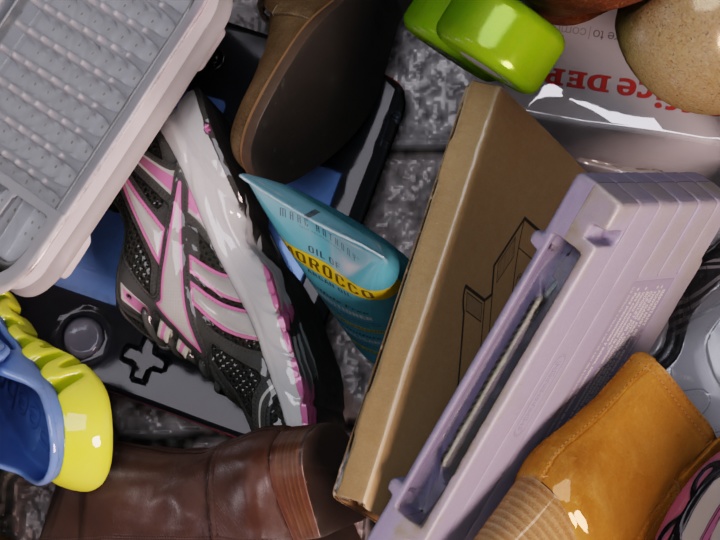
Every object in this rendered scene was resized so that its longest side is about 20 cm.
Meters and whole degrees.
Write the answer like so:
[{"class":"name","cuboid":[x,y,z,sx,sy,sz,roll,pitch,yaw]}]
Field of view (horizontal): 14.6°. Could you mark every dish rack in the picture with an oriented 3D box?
[{"class":"dish rack","cuboid":[-0.148,-0.084,1.399,0.201,0.043,0.171,-57,39,-1]}]

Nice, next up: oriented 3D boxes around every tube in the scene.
[{"class":"tube","cuboid":[0.000,0.000,1.321,0.077,0.200,0.051,25,81,18]}]

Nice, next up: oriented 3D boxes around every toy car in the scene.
[{"class":"toy car","cuboid":[0.150,-0.125,1.291,0.199,0.158,0.165,33,91,-12]}]

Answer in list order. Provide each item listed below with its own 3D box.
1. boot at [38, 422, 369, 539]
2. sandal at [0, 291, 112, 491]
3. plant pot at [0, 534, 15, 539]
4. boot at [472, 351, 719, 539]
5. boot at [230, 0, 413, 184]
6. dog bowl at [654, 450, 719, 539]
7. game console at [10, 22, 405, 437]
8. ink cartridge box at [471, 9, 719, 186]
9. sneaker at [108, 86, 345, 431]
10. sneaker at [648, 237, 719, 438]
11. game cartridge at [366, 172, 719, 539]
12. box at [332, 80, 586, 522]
[{"class":"boot","cuboid":[-0.071,0.166,1.342,0.199,0.064,0.188,-10,85,42]},{"class":"sandal","cuboid":[-0.204,0.045,1.380,0.200,0.087,0.080,33,122,45]},{"class":"plant pot","cuboid":[-0.226,0.198,1.319,0.185,0.200,0.188,-3,75,10]},{"class":"boot","cuboid":[0.126,0.144,1.288,0.144,0.202,0.071,-43,42,-19]},{"class":"boot","cuboid":[-0.025,-0.125,1.414,0.075,0.074,0.201,13,56,25]},{"class":"dog bowl","cuboid":[0.209,0.154,1.257,0.074,0.200,0.201,14,76,57]},{"class":"game console","cuboid":[-0.089,-0.030,1.436,0.176,0.031,0.201,18,81,15]},{"class":"ink cartridge box","cuboid":[0.145,-0.153,1.390,0.145,0.086,0.201,9,77,13]},{"class":"sneaker","cuboid":[-0.074,0.017,1.384,0.086,0.080,0.201,-26,68,12]},{"class":"sneaker","cuboid":[0.208,0.022,1.341,0.115,0.075,0.200,44,93,17]},{"class":"game cartridge","cuboid":[0.084,0.045,1.253,0.038,0.129,0.201,36,109,20]},{"class":"box","cuboid":[0.057,0.032,1.322,0.021,0.163,0.201,13,79,28]}]
